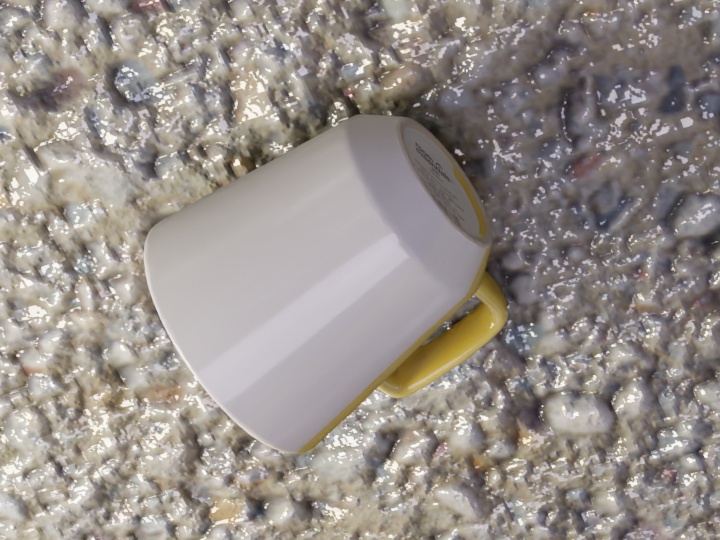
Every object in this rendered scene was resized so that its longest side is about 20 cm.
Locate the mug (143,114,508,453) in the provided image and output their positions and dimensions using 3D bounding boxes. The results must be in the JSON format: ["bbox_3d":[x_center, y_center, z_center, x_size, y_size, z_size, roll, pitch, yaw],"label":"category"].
[{"bbox_3d":[-0.006,-0.007,1.293,0.153,0.186,0.150,-36,82,19],"label":"mug"}]
